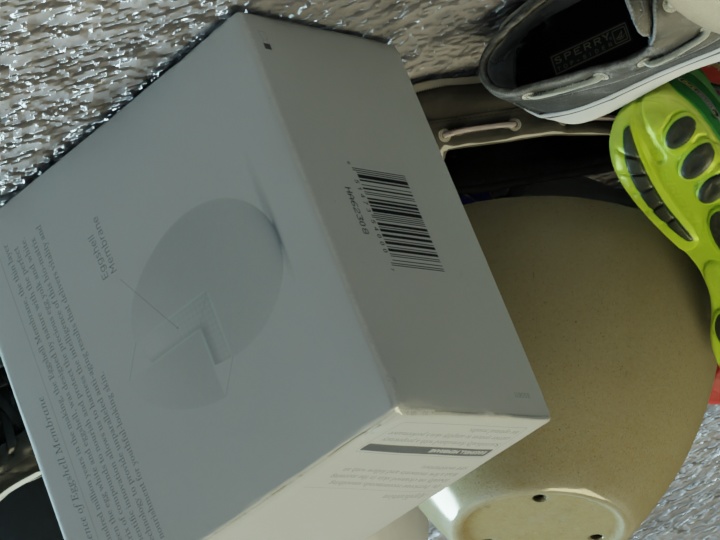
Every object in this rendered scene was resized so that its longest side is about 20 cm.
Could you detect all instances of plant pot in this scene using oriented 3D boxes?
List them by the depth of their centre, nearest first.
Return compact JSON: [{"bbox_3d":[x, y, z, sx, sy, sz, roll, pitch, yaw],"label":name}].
[{"bbox_3d":[0.088,0.071,1.444,0.199,0.135,0.201,0,149,0],"label":"plant pot"}]

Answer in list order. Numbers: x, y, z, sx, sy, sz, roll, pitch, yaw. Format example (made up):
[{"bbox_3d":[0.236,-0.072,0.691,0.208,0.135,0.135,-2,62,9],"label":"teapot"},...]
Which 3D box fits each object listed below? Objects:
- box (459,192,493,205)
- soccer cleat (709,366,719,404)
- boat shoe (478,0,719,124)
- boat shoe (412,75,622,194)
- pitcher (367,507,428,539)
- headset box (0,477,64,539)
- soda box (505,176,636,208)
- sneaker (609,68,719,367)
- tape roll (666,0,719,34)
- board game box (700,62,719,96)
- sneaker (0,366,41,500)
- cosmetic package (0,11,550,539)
[{"bbox_3d":[0.000,0.000,1.514,0.118,0.042,0.200,-16,156,-16],"label":"box"},{"bbox_3d":[0.240,-0.007,1.712,0.068,0.085,0.201,14,125,-12],"label":"soccer cleat"},{"bbox_3d":[0.141,-0.130,1.301,0.199,0.072,0.068,-26,162,29],"label":"boat shoe"},{"bbox_3d":[0.058,-0.060,1.395,0.199,0.057,0.067,-17,159,-15],"label":"boat shoe"},{"bbox_3d":[-0.042,0.143,1.741,0.170,0.122,0.200,6,154,3],"label":"pitcher"},{"bbox_3d":[-0.230,0.168,1.613,0.173,0.093,0.200,-24,159,5],"label":"headset box"},{"bbox_3d":[0.090,0.023,1.570,0.068,0.064,0.200,21,147,0],"label":"soda box"},{"bbox_3d":[0.194,-0.018,1.395,0.074,0.201,0.084,-13,-150,33],"label":"sneaker"},{"bbox_3d":[0.202,-0.181,1.185,0.202,0.037,0.203,-14,139,-12],"label":"tape roll"},{"bbox_3d":[0.233,-0.029,1.467,0.152,0.040,0.201,16,143,17],"label":"board game box"},{"bbox_3d":[-0.167,0.062,1.464,0.199,0.073,0.112,-18,157,-36],"label":"sneaker"},{"bbox_3d":[-0.052,0.025,1.291,0.200,0.200,0.123,-34,156,30],"label":"cosmetic package"}]
